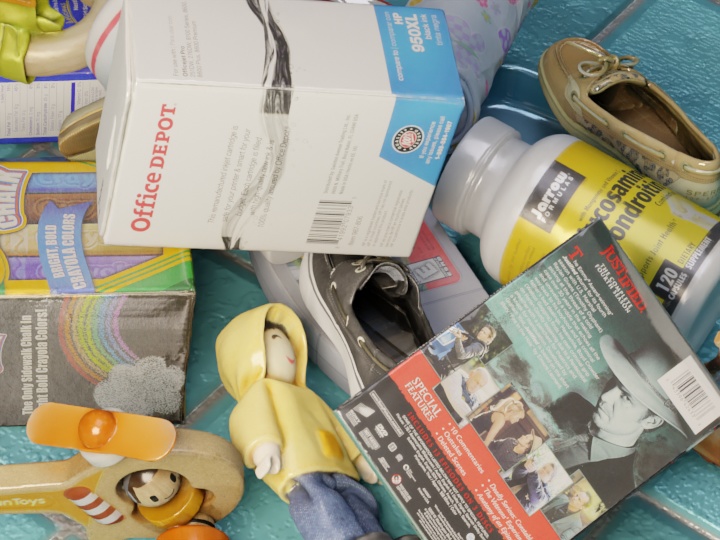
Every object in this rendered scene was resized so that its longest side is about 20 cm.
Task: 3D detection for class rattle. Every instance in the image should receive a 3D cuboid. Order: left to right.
[{"bbox_3d":[-0.201,-0.233,1.461,0.199,0.144,0.130,-32,41,-25],"label":"rattle"}]

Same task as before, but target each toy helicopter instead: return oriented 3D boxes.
[{"bbox_3d":[-0.167,0.122,1.213,0.198,0.133,0.079,-3,55,-3],"label":"toy helicopter"}]

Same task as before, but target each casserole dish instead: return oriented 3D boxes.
[{"bbox_3d":[0.142,-0.085,1.534,0.199,0.039,0.121,24,46,15],"label":"casserole dish"}]

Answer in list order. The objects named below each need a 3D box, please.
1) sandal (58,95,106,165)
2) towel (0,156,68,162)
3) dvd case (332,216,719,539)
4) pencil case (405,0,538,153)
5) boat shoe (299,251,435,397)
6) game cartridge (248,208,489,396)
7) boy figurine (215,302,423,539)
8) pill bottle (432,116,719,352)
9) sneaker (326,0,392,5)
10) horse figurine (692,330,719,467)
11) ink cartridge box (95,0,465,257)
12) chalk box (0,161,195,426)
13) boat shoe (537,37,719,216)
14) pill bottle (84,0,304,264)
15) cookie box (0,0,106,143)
[{"bbox_3d":[-0.100,-0.118,1.324,0.198,0.080,0.054,-18,54,12],"label":"sandal"},{"bbox_3d":[-0.233,-0.050,1.407,0.198,0.049,0.112,-2,5,-14],"label":"towel"},{"bbox_3d":[0.104,0.084,1.232,0.199,0.022,0.146,-36,89,-10],"label":"dvd case"},{"bbox_3d":[0.074,-0.173,1.524,0.083,0.091,0.201,-16,32,35],"label":"pencil case"},{"bbox_3d":[0.011,0.025,1.318,0.069,0.067,0.201,8,35,-18],"label":"boat shoe"},{"bbox_3d":[0.000,0.000,1.431,0.132,0.041,0.200,-18,50,-19],"label":"game cartridge"},{"bbox_3d":[-0.029,0.108,1.279,0.124,0.064,0.201,17,37,-47],"label":"boy figurine"},{"bbox_3d":[0.152,-0.022,1.412,0.199,0.113,0.112,30,48,17],"label":"pill bottle"},{"bbox_3d":[-0.035,-0.156,1.528,0.199,0.078,0.116,25,42,-15],"label":"sneaker"},{"bbox_3d":[0.164,0.073,1.333,0.198,0.133,0.050,9,59,21],"label":"horse figurine"},{"bbox_3d":[-0.054,-0.087,1.258,0.198,0.145,0.085,2,50,-15],"label":"ink cartridge box"},{"bbox_3d":[-0.209,0.014,1.322,0.198,0.125,0.124,1,45,-9],"label":"chalk box"},{"bbox_3d":[0.198,-0.113,1.498,0.073,0.063,0.200,-20,50,-25],"label":"boat shoe"},{"bbox_3d":[-0.089,-0.105,1.406,0.108,0.109,0.200,-30,71,-32],"label":"pill bottle"},{"bbox_3d":[-0.210,-0.177,1.550,0.198,0.076,0.172,-3,47,-12],"label":"cookie box"}]
